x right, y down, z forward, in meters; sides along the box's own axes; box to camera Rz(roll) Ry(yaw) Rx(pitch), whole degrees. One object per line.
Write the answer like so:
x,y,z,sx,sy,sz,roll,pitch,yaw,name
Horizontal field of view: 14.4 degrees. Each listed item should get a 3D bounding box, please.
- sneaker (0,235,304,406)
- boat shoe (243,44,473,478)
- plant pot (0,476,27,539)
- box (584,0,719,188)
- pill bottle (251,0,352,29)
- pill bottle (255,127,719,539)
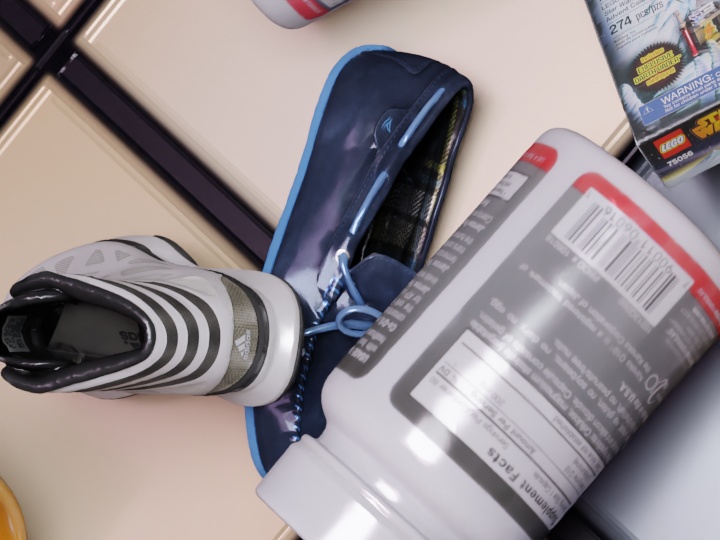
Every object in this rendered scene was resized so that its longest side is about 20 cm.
-0.125,0.017,1.235,0.200,0.115,0.076,3,86,51,sneaker
0.000,0.000,1.247,0.068,0.084,0.201,10,89,30,boat shoe
-0.281,0.108,1.283,0.200,0.200,0.183,-51,57,6,plant pot
0.192,-0.136,1.197,0.199,0.040,0.137,-27,49,13,box
0.028,-0.200,1.244,0.199,0.120,0.120,-26,76,13,pill bottle
0.056,0.049,1.191,0.114,0.114,0.200,41,85,18,pill bottle
